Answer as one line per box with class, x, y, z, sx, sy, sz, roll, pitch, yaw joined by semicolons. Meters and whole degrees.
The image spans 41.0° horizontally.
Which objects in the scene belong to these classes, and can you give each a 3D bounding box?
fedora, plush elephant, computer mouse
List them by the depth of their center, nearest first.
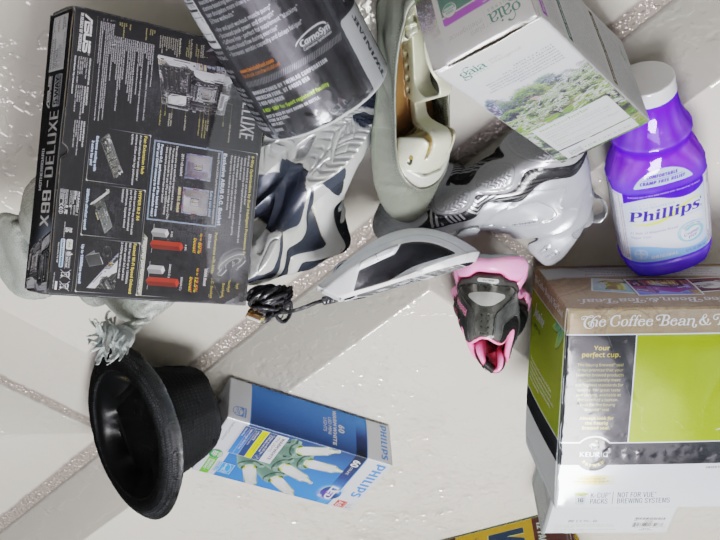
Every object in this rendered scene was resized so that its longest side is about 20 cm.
plush elephant;-0.214;-0.035;0.799;0.165;0.200;0.155;-27;111;31
computer mouse;0.000;0.000;0.807;0.200;0.044;0.110;-17;173;10
fedora;-0.204;0.158;0.998;0.092;0.201;0.201;-14;143;-36

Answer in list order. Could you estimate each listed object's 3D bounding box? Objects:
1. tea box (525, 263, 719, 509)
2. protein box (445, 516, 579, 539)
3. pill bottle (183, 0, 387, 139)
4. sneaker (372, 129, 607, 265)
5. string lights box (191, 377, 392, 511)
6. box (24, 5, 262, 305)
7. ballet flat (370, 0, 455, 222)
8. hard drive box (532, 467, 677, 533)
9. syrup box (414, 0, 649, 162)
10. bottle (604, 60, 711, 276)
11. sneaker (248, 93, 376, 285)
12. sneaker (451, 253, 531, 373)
tea box;0.267;0.103;0.895;0.200;0.134;0.197;0;107;-3
protein box;0.212;0.448;1.279;0.200;0.135;0.199;-19;131;15
pill bottle;-0.069;-0.199;0.663;0.106;0.106;0.200;-21;119;17
sneaker;0.117;-0.048;0.846;0.200;0.075;0.115;-24;128;16
string lights box;-0.076;0.198;1.083;0.200;0.059;0.103;20;128;-20
box;-0.153;-0.078;0.711;0.158;0.200;0.050;5;-179;-37
ballet flat;0.044;-0.124;0.739;0.067;0.064;0.200;-17;118;-29
hard drive box;0.292;0.216;1.103;0.156;0.077;0.200;0;134;-3
syrup box;0.126;-0.154;0.689;0.079;0.082;0.200;-25;153;29
bottle;0.253;-0.084;0.825;0.083;0.065;0.200;-14;132;9
sneaker;-0.037;-0.071;0.828;0.079;0.130;0.199;31;93;16
sneaker;0.119;0.051;0.891;0.079;0.095;0.200;-2;164;12
